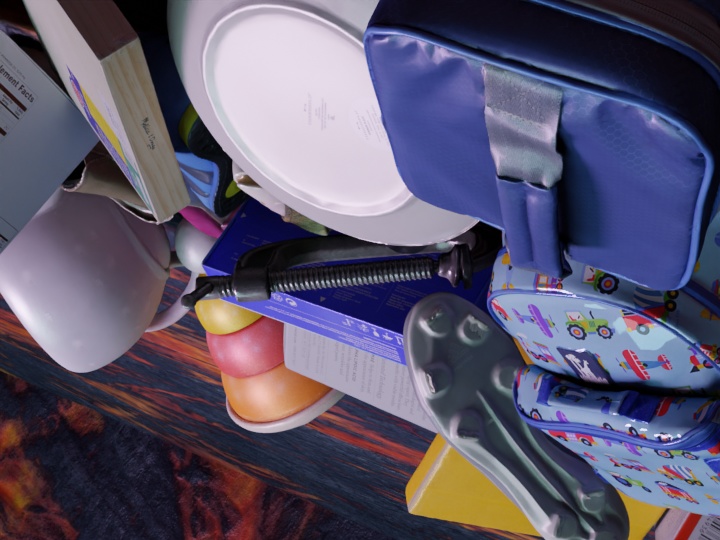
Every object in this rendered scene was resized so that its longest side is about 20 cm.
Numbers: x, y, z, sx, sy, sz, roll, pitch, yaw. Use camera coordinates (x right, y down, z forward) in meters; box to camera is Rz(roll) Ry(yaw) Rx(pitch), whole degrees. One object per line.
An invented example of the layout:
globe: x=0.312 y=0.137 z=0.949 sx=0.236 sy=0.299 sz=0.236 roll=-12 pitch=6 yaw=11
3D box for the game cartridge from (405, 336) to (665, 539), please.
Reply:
game cartridge: x=0.144 y=0.108 z=1.056 sx=0.175 sy=0.033 sz=0.201 roll=12 pitch=132 yaw=-15

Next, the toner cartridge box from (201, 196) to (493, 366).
toner cartridge box: x=0.000 y=0.000 z=1.073 sx=0.199 sy=0.095 sz=0.043 roll=19 pitch=150 yaw=29

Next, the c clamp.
c clamp: x=-0.004 y=0.000 z=0.969 sx=0.199 sy=0.027 sz=0.171 roll=-7 pitch=-170 yaw=-1

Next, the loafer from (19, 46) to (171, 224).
loafer: x=-0.207 y=-0.084 z=1.175 sx=0.075 sy=0.070 sz=0.200 roll=-5 pitch=148 yaw=39

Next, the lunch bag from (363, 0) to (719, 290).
lunch bag: x=0.080 y=-0.073 z=0.593 sx=0.135 sy=0.133 sz=0.200 roll=22 pitch=165 yaw=16

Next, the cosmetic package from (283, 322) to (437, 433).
cosmetic package: x=0.053 y=0.053 z=1.142 sx=0.199 sy=0.102 sz=0.074 roll=20 pitch=139 yaw=15

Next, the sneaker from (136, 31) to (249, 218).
sneaker: x=-0.102 y=-0.096 z=1.009 sx=0.078 sy=0.066 sz=0.200 roll=41 pitch=172 yaw=14

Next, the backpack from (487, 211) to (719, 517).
backpack: x=0.154 y=0.031 z=0.848 sx=0.182 sy=0.135 sz=0.200 roll=8 pitch=155 yaw=49

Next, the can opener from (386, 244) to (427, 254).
can opener: x=0.012 y=-0.052 z=0.952 sx=0.063 sy=0.079 sz=0.200 roll=19 pitch=176 yaw=-7

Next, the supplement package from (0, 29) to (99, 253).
supplement package: x=-0.315 y=-0.089 z=1.012 sx=0.191 sy=0.200 sz=0.147 roll=38 pitch=174 yaw=28

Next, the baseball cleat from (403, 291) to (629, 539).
baseball cleat: x=0.084 y=0.095 z=0.970 sx=0.200 sy=0.070 sz=0.106 roll=55 pitch=175 yaw=-11

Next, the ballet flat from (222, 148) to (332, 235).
ballet flat: x=-0.049 y=-0.073 z=0.949 sx=0.070 sy=0.071 sz=0.200 roll=23 pitch=163 yaw=10

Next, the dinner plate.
dinner plate: x=-0.019 y=-0.084 z=0.803 sx=0.199 sy=0.024 sz=0.201 roll=22 pitch=142 yaw=18

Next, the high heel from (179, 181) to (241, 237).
high heel: x=-0.137 y=-0.072 z=1.125 sx=0.096 sy=0.068 sz=0.200 roll=12 pitch=160 yaw=39

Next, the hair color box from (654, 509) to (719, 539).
hair color box: x=0.250 y=0.159 z=1.086 sx=0.061 sy=0.102 sz=0.200 roll=31 pitch=-175 yaw=8

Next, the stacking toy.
stacking toy: x=-0.093 y=0.026 z=1.366 sx=0.146 sy=0.146 sz=0.200 roll=9 pitch=139 yaw=50

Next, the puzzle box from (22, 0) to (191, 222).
puzzle box: x=-0.152 y=-0.121 z=0.894 sx=0.133 sy=0.025 sz=0.200 roll=53 pitch=168 yaw=18

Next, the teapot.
teapot: x=-0.223 y=-0.021 z=1.331 sx=0.198 sy=0.146 sz=0.200 roll=57 pitch=179 yaw=-7
